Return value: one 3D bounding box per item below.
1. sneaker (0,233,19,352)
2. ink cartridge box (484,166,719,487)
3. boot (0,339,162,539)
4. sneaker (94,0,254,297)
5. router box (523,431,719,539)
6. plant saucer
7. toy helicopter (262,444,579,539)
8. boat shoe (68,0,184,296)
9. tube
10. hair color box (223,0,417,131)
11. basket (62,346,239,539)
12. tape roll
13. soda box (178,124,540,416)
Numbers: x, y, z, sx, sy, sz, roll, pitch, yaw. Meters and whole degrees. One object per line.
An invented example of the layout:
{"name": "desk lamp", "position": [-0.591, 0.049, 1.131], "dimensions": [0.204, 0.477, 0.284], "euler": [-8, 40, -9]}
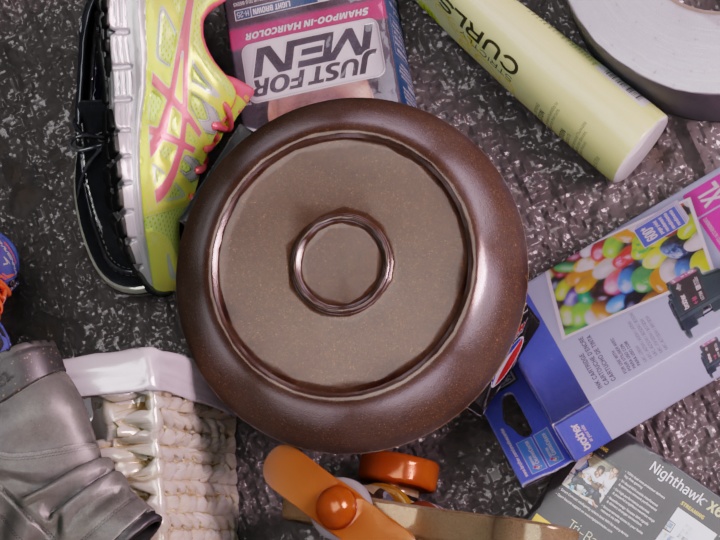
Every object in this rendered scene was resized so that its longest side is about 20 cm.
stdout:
{"name": "sneaker", "position": [-0.235, 0.005, 1.673], "dimensions": [0.078, 0.200, 0.076], "euler": [-29, 116, -9]}
{"name": "ink cartridge box", "position": [0.153, 0.030, 1.628], "dimensions": [0.199, 0.042, 0.120], "euler": [-33, 38, 5]}
{"name": "boot", "position": [-0.211, 0.136, 1.496], "dimensions": [0.199, 0.068, 0.131], "euler": [-31, 80, 12]}
{"name": "sneaker", "position": [-0.105, -0.085, 1.661], "dimensions": [0.090, 0.078, 0.201], "euler": [-2, 96, -12]}
{"name": "router box", "position": [0.171, 0.202, 1.611], "dimensions": [0.200, 0.052, 0.158], "euler": [35, 86, 16]}
{"name": "plant saucer", "position": [-0.008, -0.001, 1.571], "dimensions": [0.199, 0.032, 0.201], "euler": [-2, 77, 11]}
{"name": "toy helicopter", "position": [0.033, 0.137, 1.578], "dimensions": [0.199, 0.132, 0.079], "euler": [2, 77, 46]}
{"name": "boat shoe", "position": [-0.141, -0.085, 1.725], "dimensions": [0.074, 0.062, 0.201], "euler": [-2, 80, 9]}
{"name": "tube", "position": [0.090, -0.132, 1.690], "dimensions": [0.200, 0.052, 0.058], "euler": [41, 125, 11]}
{"name": "hair color box", "position": [-0.015, -0.075, 1.699], "dimensions": [0.099, 0.061, 0.201], "euler": [-12, 77, 9]}
{"name": "basket", "position": [-0.147, 0.118, 1.618], "dimensions": [0.135, 0.200, 0.124], "euler": [-9, 83, 10]}
{"name": "tape roll", "position": [0.214, -0.192, 1.677], "dimensions": [0.199, 0.066, 0.202], "euler": [-2, 79, 10]}
{"name": "soda box", "position": [0.000, 0.000, 1.618], "dimensions": [0.199, 0.063, 0.071], "euler": [32, 86, 14]}
